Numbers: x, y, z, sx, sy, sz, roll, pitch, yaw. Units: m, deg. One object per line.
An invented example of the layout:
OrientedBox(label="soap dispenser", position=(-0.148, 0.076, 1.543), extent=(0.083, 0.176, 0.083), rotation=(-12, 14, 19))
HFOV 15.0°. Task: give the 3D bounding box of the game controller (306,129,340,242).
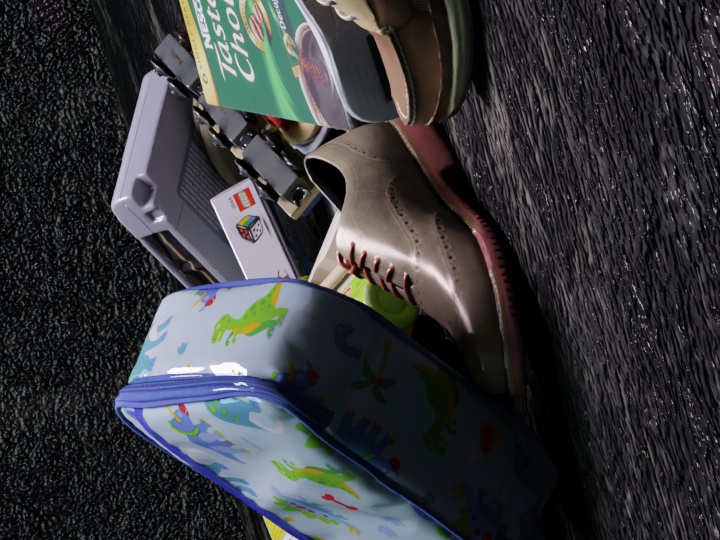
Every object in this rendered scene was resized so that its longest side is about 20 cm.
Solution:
OrientedBox(label="game controller", position=(-0.020, -0.073, 1.730), extent=(0.104, 0.042, 0.200), rotation=(54, -165, -67))

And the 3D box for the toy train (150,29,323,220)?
OrientedBox(label="toy train", position=(-0.071, -0.086, 1.643), extent=(0.046, 0.034, 0.200), rotation=(36, -171, -40))

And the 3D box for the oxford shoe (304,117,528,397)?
OrientedBox(label="oxford shoe", position=(0.028, -0.001, 1.375), extent=(0.200, 0.075, 0.071), rotation=(-118, 16, -48))

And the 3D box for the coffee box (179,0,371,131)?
OrientedBox(label="coffee box", position=(-0.045, -0.145, 1.522), extent=(0.200, 0.044, 0.123), rotation=(19, 127, 62))

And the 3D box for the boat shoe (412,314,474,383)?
OrientedBox(label="boat shoe", position=(0.029, 0.058, 1.552), extent=(0.199, 0.074, 0.066), rotation=(-111, 33, -86))

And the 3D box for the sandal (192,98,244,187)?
OrientedBox(label="sandal", position=(-0.044, -0.055, 1.817), extent=(0.057, 0.080, 0.201), rotation=(7, 124, 61))

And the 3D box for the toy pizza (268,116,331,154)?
OrientedBox(label="toy pizza", position=(-0.061, -0.167, 1.651), extent=(0.200, 0.032, 0.201), rotation=(167, 90, -70))

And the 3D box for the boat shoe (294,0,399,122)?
OrientedBox(label="boat shoe", position=(-0.010, -0.153, 1.336), extent=(0.200, 0.072, 0.062), rotation=(79, 168, -52))

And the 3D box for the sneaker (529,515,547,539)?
OrientedBox(label="sneaker", position=(0.049, 0.143, 1.511), extent=(0.200, 0.083, 0.071), rotation=(-148, 41, -78))

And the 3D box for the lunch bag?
OrientedBox(label="lunch bag", position=(-0.013, 0.085, 1.368), extent=(0.200, 0.083, 0.161), rotation=(38, 155, -31))

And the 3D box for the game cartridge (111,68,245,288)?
OrientedBox(label="game cartridge", position=(-0.091, -0.040, 1.851), extent=(0.200, 0.040, 0.134), rotation=(47, -137, -38))

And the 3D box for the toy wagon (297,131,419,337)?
OrientedBox(label="toy wagon", position=(0.000, 0.000, 1.512), extent=(0.155, 0.039, 0.200), rotation=(133, 153, -55))

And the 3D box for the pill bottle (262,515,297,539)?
OrientedBox(label="pill bottle", position=(0.002, 0.176, 1.794), extent=(0.114, 0.114, 0.200), rotation=(84, 165, -54))

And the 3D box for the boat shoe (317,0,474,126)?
OrientedBox(label="boat shoe", position=(0.002, -0.153, 1.237), extent=(0.076, 0.074, 0.200), rotation=(-117, 13, -52))

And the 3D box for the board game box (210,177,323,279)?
OrientedBox(label="board game box", position=(-0.020, 0.039, 1.711), extent=(0.200, 0.035, 0.126), rotation=(66, -165, 8))
